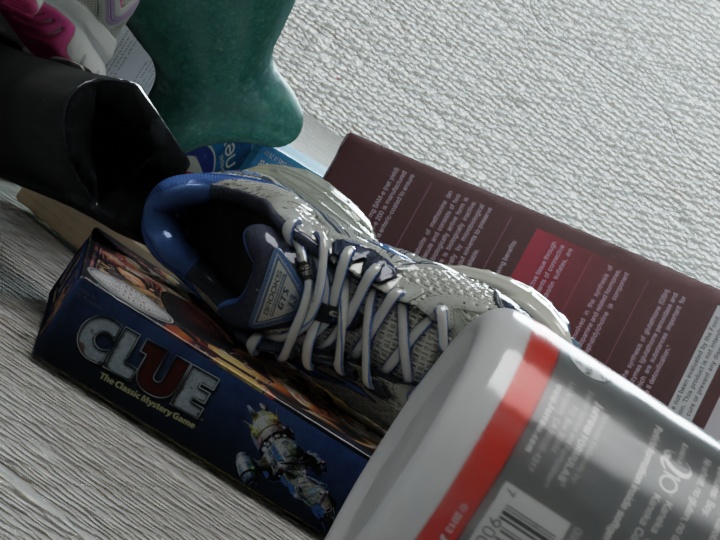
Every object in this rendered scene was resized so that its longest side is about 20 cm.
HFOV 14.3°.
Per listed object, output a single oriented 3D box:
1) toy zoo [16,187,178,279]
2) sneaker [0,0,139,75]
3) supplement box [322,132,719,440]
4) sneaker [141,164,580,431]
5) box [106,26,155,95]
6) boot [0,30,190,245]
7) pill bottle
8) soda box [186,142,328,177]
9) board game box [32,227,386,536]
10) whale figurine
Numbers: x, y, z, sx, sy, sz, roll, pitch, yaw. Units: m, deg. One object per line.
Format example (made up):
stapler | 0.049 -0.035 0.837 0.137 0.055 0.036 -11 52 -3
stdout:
toy zoo | -0.058 0.017 1.342 0.131 0.020 0.200 37 6 36
sneaker | -0.129 -0.142 1.103 0.081 0.088 0.200 26 -9 12
supplement box | 0.060 0.035 1.174 0.200 0.109 0.061 24 -26 12
sneaker | -0.008 0.018 1.052 0.200 0.077 0.085 28 10 38
box | -0.183 -0.125 1.413 0.152 0.106 0.200 35 5 14
boot | -0.181 -0.081 1.093 0.200 0.066 0.165 26 0 30
pill bottle | 0.093 0.110 0.883 0.200 0.116 0.116 33 5 -4
soda box | -0.009 -0.007 1.394 0.200 0.064 0.068 30 6 -38
board game box | -0.027 0.058 1.069 0.200 0.035 0.136 33 5 -8
whale figurine | -0.068 -0.135 1.240 0.159 0.201 0.104 -6 25 -5
